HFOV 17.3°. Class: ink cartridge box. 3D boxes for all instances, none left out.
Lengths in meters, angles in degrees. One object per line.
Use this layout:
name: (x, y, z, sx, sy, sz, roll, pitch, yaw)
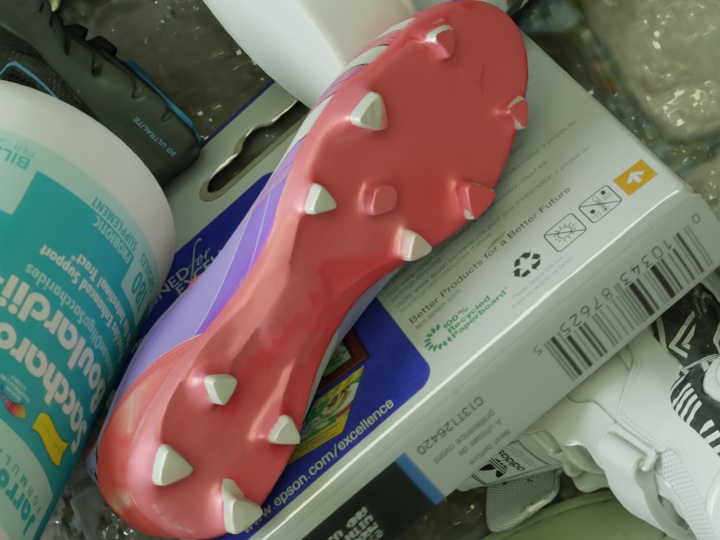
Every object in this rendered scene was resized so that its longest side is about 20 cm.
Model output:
ink cartridge box: (0.000, 0.000, 0.817, 0.198, 0.047, 0.200, -41, 35, 3)

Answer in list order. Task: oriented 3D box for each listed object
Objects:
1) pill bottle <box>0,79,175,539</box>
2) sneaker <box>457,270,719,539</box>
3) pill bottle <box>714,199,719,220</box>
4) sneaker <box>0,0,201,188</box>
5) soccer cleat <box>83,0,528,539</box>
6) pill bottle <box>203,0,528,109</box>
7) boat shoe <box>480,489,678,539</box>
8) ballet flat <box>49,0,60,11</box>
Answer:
pill bottle: (-0.142, 0.044, 0.745, 0.110, 0.111, 0.201, 15, 56, 12)
sneaker: (0.084, 0.061, 0.781, 0.115, 0.075, 0.200, -35, 42, 12)
pill bottle: (0.223, -0.005, 0.769, 0.199, 0.116, 0.117, 30, 88, 13)
sneaker: (-0.142, -0.074, 0.818, 0.082, 0.200, 0.073, -47, 33, 1)
soccer cleat: (-0.020, -0.005, 0.751, 0.067, 0.076, 0.200, 39, 77, -29)
pill bottle: (0.037, -0.150, 0.807, 0.200, 0.114, 0.114, -43, 77, -11)
boat shoe: (0.034, 0.152, 0.812, 0.201, 0.072, 0.061, -35, 121, -8)
ballet flat: (-0.159, -0.091, 0.880, 0.075, 0.064, 0.201, 17, 85, 14)
